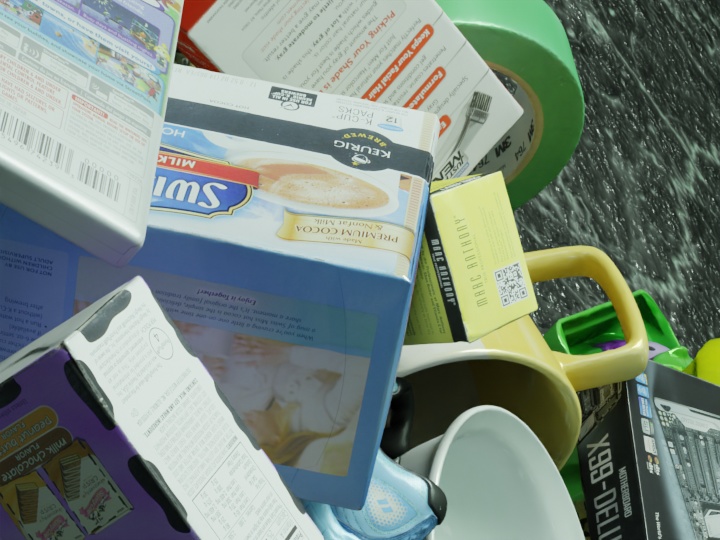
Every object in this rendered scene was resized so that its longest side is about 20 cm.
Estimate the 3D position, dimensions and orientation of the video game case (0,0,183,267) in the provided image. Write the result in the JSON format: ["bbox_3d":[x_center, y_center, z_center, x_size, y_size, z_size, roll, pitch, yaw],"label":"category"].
[{"bbox_3d":[-0.163,-0.111,0.808,0.199,0.022,0.183,30,36,-23],"label":"video game case"}]

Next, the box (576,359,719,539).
[{"bbox_3d":[0.201,0.161,1.165,0.157,0.050,0.201,21,51,-33],"label":"box"}]

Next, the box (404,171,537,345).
[{"bbox_3d":[0.000,0.000,1.031,0.050,0.200,0.076,-21,97,-37],"label":"box"}]

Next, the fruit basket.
[{"bbox_3d":[0.206,0.085,1.346,0.156,0.215,0.215,62,25,7],"label":"fruit basket"}]

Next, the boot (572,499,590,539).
[{"bbox_3d":[0.192,0.225,1.213,0.203,0.073,0.154,24,49,-46],"label":"boot"}]

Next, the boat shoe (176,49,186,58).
[{"bbox_3d":[-0.137,-0.181,1.134,0.066,0.072,0.201,7,31,-38],"label":"boat shoe"}]

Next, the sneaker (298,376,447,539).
[{"bbox_3d":[-0.017,0.076,0.992,0.200,0.090,0.079,57,-6,44],"label":"sneaker"}]

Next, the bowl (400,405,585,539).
[{"bbox_3d":[0.046,0.176,1.040,0.201,0.090,0.202,41,41,-49],"label":"bowl"}]

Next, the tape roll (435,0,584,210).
[{"bbox_3d":[0.033,-0.095,1.225,0.200,0.200,0.048,32,36,-43],"label":"tape roll"}]

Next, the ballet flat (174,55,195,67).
[{"bbox_3d":[-0.096,-0.133,1.186,0.071,0.071,0.200,37,21,-38],"label":"ballet flat"}]

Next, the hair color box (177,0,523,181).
[{"bbox_3d":[-0.012,-0.111,1.074,0.200,0.111,0.064,46,-7,-39],"label":"hair color box"}]

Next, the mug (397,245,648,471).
[{"bbox_3d":[0.048,0.048,1.160,0.186,0.150,0.154,10,39,-26],"label":"mug"}]

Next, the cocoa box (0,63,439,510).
[{"bbox_3d":[-0.076,0.000,0.894,0.199,0.134,0.131,12,35,1],"label":"cocoa box"}]

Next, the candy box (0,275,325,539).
[{"bbox_3d":[-0.099,0.132,0.771,0.200,0.167,0.072,55,27,-8],"label":"candy box"}]
